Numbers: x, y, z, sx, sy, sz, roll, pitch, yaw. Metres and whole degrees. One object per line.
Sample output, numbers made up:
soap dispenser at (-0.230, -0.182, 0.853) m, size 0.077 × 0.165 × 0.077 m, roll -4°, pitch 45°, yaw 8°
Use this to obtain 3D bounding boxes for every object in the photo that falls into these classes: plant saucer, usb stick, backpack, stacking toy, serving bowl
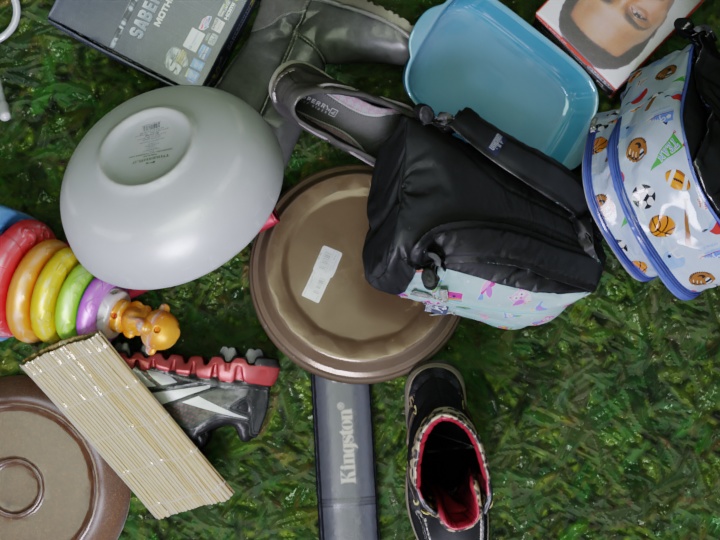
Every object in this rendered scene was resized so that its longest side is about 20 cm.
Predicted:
plant saucer at (0.000, 0.000, 1.388) m, size 0.200 × 0.029 × 0.201 m, roll 0°, pitch 80°, yaw -2°
usb stick at (-0.014, 0.163, 1.399) m, size 0.055 × 0.033 × 0.201 m, roll -3°, pitch 88°, yaw 4°
plant saucer at (-0.308, 0.195, 1.415) m, size 0.200 × 0.034 × 0.201 m, roll 0°, pitch 89°, yaw 2°
backpack at (0.105, -0.032, 1.323) m, size 0.200 × 0.127 × 0.167 m, roll 17°, pitch 67°, yaw -20°
stacking toy at (-0.241, 0.026, 1.354) m, size 0.200 × 0.110 × 0.116 m, roll 17°, pitch 84°, yaw 20°
backpack at (0.271, -0.074, 1.299) m, size 0.154 × 0.191 × 0.200 m, roll -32°, pitch 109°, yaw 27°
serving bowl at (-0.168, -0.084, 1.314) m, size 0.200 × 0.066 × 0.200 m, roll -10°, pitch 52°, yaw 13°

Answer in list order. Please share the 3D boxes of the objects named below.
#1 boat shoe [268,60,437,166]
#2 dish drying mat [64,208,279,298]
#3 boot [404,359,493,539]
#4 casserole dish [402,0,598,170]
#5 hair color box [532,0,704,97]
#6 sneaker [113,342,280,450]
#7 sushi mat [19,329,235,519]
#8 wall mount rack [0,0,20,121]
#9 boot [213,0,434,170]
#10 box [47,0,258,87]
boat shoe at (0.011, -0.120, 1.352) m, size 0.200 × 0.057 × 0.067 m, roll 20°, pitch 110°, yaw -28°
dish drying mat at (-0.168, -0.035, 1.389) m, size 0.200 × 0.018 × 0.077 m, roll -26°, pitch 89°, yaw 21°
boot at (0.076, 0.187, 1.327) m, size 0.073 × 0.151 × 0.201 m, roll -4°, pitch 100°, yaw -1°
casserole dish at (0.119, -0.158, 1.369) m, size 0.200 × 0.039 × 0.121 m, roll 34°, pitch 83°, yaw -20°
hair color box at (0.257, -0.261, 1.383) m, size 0.101 × 0.061 × 0.200 m, roll 43°, pitch 92°, yaw 3°
sneaker at (-0.173, 0.113, 1.390) m, size 0.200 × 0.071 × 0.098 m, roll 3°, pitch 87°, yaw 3°
sushi mat at (-0.203, 0.137, 1.360) m, size 0.096 × 0.012 × 0.200 m, roll -21°, pitch 117°, yaw 34°
wall mount rack at (-0.396, -0.186, 1.410) m, size 0.200 × 0.075 × 0.174 m, roll -25°, pitch 87°, yaw 3°
boot at (-0.050, -0.151, 1.393) m, size 0.182 × 0.073 × 0.200 m, roll 22°, pitch 83°, yaw 16°
box at (-0.167, -0.274, 1.412) m, size 0.157 × 0.051 × 0.200 m, roll 28°, pitch 90°, yaw 5°
